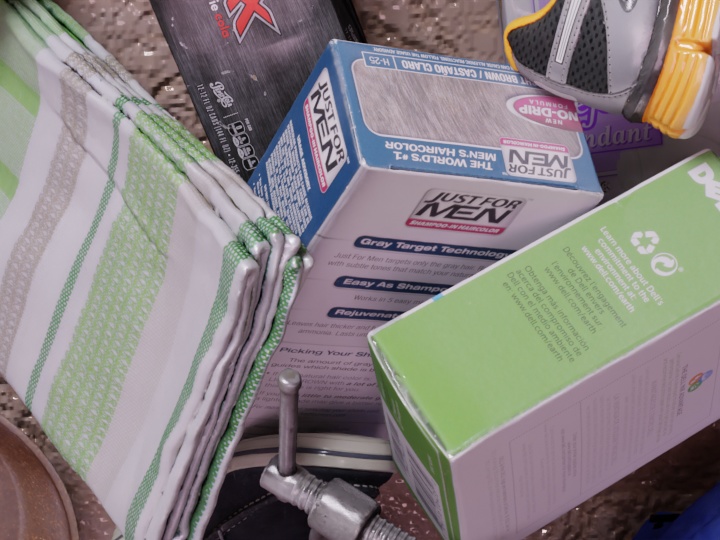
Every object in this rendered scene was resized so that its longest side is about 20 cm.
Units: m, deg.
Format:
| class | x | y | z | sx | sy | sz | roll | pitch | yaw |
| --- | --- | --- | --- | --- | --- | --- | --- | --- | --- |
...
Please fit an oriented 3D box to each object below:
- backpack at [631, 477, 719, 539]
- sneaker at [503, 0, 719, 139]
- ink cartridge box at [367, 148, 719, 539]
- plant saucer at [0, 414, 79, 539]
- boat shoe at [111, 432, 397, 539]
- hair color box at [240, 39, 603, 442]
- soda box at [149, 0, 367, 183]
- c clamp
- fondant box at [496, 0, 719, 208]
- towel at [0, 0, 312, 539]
| class | x | y | z | sx | sy | sz | roll | pitch | yaw |
| --- | --- | --- | --- | --- | --- | --- | --- | --- | --- |
| backpack | 0.162 | 0.182 | 0.795 | 0.162 | 0.168 | 0.200 | 34 | 109 | -23 |
| sneaker | 0.104 | -0.150 | 0.649 | 0.077 | 0.078 | 0.201 | 10 | 78 | 13 |
| ink cartridge box | 0.105 | 0.022 | 0.674 | 0.199 | 0.059 | 0.104 | -29 | 150 | -10 |
| plant saucer | -0.229 | 0.124 | 0.827 | 0.199 | 0.037 | 0.201 | -5 | 118 | -9 |
| boat shoe | -0.047 | 0.117 | 0.775 | 0.074 | 0.063 | 0.200 | 10 | 151 | -34 |
| hair color box | 0.000 | 0.000 | 0.709 | 0.100 | 0.061 | 0.200 | 5 | 145 | -26 |
| soda box | -0.050 | -0.126 | 0.701 | 0.070 | 0.063 | 0.201 | -18 | 116 | 8 |
| c clamp | 0.043 | 0.132 | 0.669 | 0.200 | 0.027 | 0.171 | 32 | 153 | 11 |
| fondant box | 0.137 | -0.045 | 0.745 | 0.144 | 0.058 | 0.201 | -8 | 115 | 4 |
| towel | -0.107 | 0.000 | 0.697 | 0.031 | 0.200 | 0.150 | -2 | 124 | -44 |
